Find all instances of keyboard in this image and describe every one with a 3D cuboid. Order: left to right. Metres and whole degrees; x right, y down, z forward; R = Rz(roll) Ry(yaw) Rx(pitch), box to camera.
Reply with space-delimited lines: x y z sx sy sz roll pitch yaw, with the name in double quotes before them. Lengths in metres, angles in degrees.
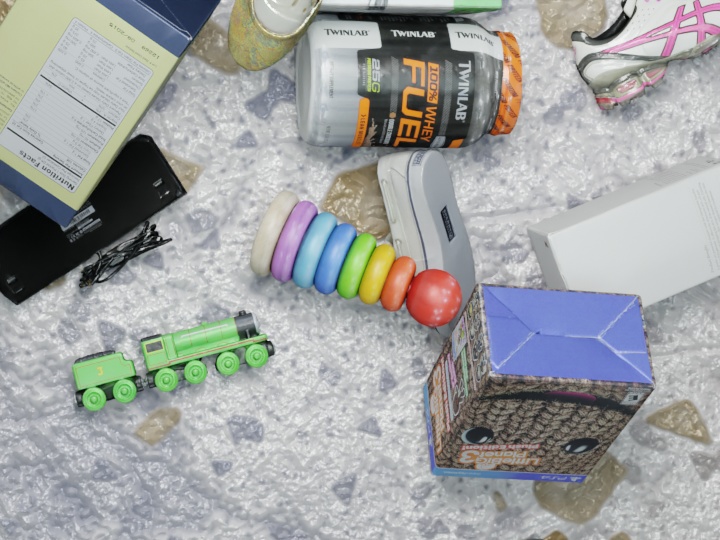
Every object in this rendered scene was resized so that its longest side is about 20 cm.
"keyboard" -0.256 -0.034 1.491 0.199 0.040 0.105 -33 80 -3

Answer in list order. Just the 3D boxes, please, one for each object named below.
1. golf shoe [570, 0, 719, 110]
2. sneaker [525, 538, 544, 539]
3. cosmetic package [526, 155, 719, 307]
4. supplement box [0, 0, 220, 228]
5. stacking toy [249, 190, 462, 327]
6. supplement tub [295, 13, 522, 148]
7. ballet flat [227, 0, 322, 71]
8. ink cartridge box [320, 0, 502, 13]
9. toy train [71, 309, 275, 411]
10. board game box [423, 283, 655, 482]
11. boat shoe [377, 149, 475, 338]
"golf shoe" 0.299 -0.242 1.535 0.199 0.073 0.093 -33 101 -4
"sneaker" 0.170 0.378 1.600 0.073 0.082 0.202 1 99 -12
"cosmetic package" 0.278 -0.028 1.557 0.198 0.085 0.108 -21 101 -6
"supplement box" -0.234 -0.179 1.351 0.134 0.200 0.200 35 110 -9
"stacking toy" 0.000 0.000 1.480 0.199 0.085 0.086 23 94 6
"supplement tub" 0.043 -0.176 1.472 0.198 0.123 0.124 -1 99 -10
"ballet flat" -0.045 -0.256 1.324 0.070 0.071 0.201 36 92 -13
"ink cartridge box" 0.018 -0.277 1.439 0.198 0.146 0.085 -1 98 -10
"toy train" -0.180 0.086 1.514 0.198 0.042 0.057 -15 90 -8
"board game box" 0.162 0.110 1.484 0.158 0.200 0.098 4 57 -12
"boat shoe" 0.059 -0.025 1.528 0.071 0.069 0.201 -49 133 -43
